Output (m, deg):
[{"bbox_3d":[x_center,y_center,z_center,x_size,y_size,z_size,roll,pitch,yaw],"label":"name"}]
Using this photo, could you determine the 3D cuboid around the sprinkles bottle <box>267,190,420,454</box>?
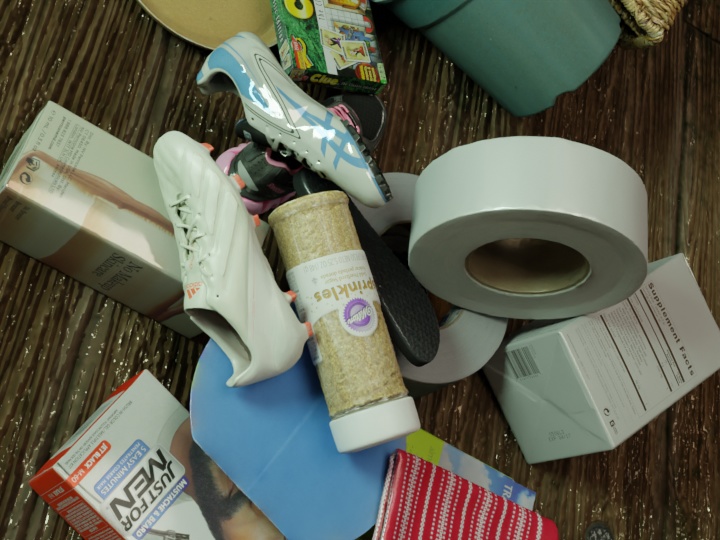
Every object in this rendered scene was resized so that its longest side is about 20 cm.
[{"bbox_3d":[-0.014,0.040,0.975,0.068,0.068,0.200,-12,80,-35],"label":"sprinkles bottle"}]

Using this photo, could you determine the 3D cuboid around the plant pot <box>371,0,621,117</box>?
[{"bbox_3d":[0.147,-0.273,1.250,0.196,0.200,0.200,44,54,-19],"label":"plant pot"}]

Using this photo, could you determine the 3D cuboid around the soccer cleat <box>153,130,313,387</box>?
[{"bbox_3d":[-0.109,-0.008,0.924,0.078,0.069,0.200,-30,95,-30],"label":"soccer cleat"}]

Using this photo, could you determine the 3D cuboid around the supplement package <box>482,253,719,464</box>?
[{"bbox_3d":[0.236,0.083,1.190,0.200,0.121,0.120,-27,92,-38],"label":"supplement package"}]

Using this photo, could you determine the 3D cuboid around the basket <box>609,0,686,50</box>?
[{"bbox_3d":[0.250,-0.333,1.360,0.200,0.143,0.149,45,56,-13],"label":"basket"}]

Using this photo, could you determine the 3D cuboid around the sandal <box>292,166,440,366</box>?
[{"bbox_3d":[0.000,0.000,1.046,0.200,0.045,0.075,55,26,15],"label":"sandal"}]

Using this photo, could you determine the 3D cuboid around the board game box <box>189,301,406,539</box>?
[{"bbox_3d":[-0.056,0.125,0.982,0.200,0.039,0.158,48,51,-11],"label":"board game box"}]

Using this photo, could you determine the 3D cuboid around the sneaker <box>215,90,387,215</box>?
[{"bbox_3d":[-0.036,-0.119,1.120,0.200,0.095,0.079,-35,89,-38],"label":"sneaker"}]

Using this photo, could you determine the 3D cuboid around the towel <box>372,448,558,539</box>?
[{"bbox_3d":[0.088,0.246,1.020,0.200,0.022,0.145,30,61,-33],"label":"towel"}]

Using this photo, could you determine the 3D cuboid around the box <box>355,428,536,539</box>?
[{"bbox_3d":[0.051,0.206,1.071,0.200,0.048,0.122,30,58,-19],"label":"box"}]

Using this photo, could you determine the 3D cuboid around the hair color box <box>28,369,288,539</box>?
[{"bbox_3d":[-0.139,0.188,0.948,0.200,0.064,0.111,47,53,-9],"label":"hair color box"}]

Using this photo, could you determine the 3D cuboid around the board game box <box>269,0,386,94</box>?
[{"bbox_3d":[-0.040,-0.264,1.178,0.105,0.023,0.200,2,64,-30],"label":"board game box"}]

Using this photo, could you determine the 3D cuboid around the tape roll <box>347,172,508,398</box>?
[{"bbox_3d":[0.037,0.014,1.130,0.200,0.066,0.200,13,65,-29],"label":"tape roll"}]

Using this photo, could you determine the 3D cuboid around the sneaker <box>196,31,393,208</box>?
[{"bbox_3d":[-0.053,-0.114,1.020,0.072,0.072,0.200,-46,74,-3],"label":"sneaker"}]

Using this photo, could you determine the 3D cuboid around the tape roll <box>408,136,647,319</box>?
[{"bbox_3d":[0.142,-0.031,1.050,0.202,0.202,0.071,20,60,-25],"label":"tape roll"}]

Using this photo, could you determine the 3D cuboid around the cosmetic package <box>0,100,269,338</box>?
[{"bbox_3d":[-0.188,-0.035,0.984,0.200,0.103,0.087,28,61,-18],"label":"cosmetic package"}]

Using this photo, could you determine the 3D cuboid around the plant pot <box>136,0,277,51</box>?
[{"bbox_3d":[-0.143,-0.289,1.163,0.200,0.027,0.200,12,65,-27],"label":"plant pot"}]
